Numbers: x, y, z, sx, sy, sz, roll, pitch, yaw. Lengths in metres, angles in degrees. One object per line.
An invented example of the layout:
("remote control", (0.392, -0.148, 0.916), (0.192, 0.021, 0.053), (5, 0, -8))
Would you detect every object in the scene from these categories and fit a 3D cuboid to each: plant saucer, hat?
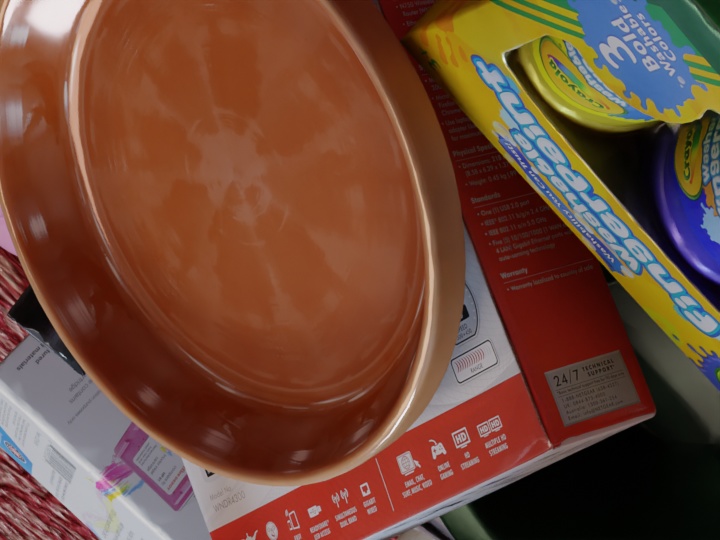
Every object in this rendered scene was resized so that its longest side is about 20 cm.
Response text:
("plant saucer", (-0.044, -0.028, 0.911), (0.200, 0.032, 0.201), (21, 123, 35))
("hat", (0.121, 0.028, 1.029), (0.200, 0.176, 0.166), (-6, 109, 36))

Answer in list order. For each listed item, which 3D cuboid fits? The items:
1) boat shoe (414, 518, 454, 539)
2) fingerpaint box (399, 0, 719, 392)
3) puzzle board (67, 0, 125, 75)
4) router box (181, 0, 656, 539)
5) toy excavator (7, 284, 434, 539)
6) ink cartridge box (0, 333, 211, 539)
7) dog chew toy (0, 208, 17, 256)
("boat shoe", (0.048, 0.092, 1.254), (0.200, 0.072, 0.065), (40, 157, -4))
("fingerpaint box", (0.126, -0.027, 0.796), (0.200, 0.073, 0.167), (47, 163, -11))
("puzzle board", (-0.108, -0.154, 0.939), (0.200, 0.017, 0.151), (36, 127, 17))
("router box", (-0.007, 0.000, 0.963), (0.200, 0.049, 0.180), (-32, 76, 52))
("toy excavator", (-0.043, 0.058, 1.359), (0.194, 0.100, 0.200), (34, 173, 33))
("ink cartridge box", (-0.121, 0.117, 1.648), (0.200, 0.085, 0.145), (43, 163, 4))
("dog chew toy", (-0.130, -0.059, 1.215), (0.124, 0.125, 0.200), (25, 168, 44))
